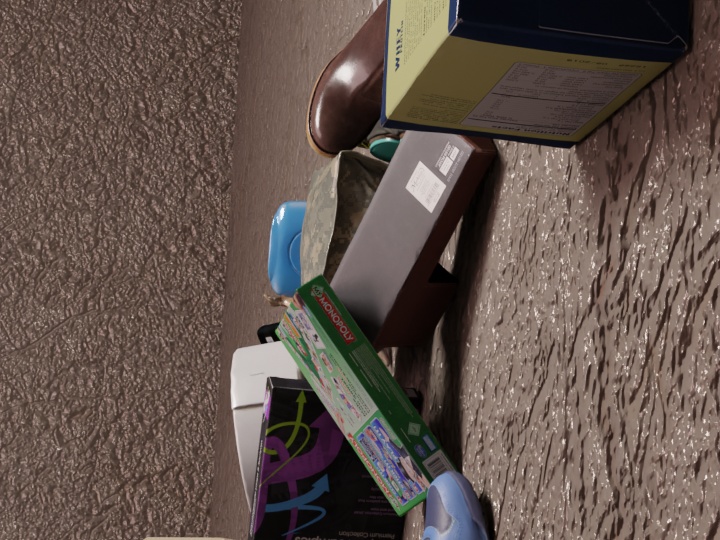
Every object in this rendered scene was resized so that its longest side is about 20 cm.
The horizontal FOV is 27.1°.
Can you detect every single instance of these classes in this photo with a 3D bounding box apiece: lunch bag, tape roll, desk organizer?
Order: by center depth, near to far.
[{"bbox_3d":[0.052,-0.033,1.246,0.072,0.077,0.201,44,119,34],"label":"desk organizer"},{"bbox_3d":[0.000,0.000,1.423,0.164,0.116,0.202,162,118,-78],"label":"lunch bag"},{"bbox_3d":[-0.075,0.171,1.494,0.202,0.070,0.204,-9,-90,-86],"label":"tape roll"}]

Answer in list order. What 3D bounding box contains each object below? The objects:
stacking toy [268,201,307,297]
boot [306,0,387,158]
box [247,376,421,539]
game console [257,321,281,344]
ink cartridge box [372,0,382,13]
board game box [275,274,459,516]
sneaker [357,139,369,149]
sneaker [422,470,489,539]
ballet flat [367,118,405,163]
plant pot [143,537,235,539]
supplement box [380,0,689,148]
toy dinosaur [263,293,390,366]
[{"bbox_3d":[-0.052,-0.036,1.845,0.200,0.109,0.117,-77,-8,-80],"label":"stacking toy"},{"bbox_3d":[0.024,-0.205,1.375,0.201,0.072,0.166,-58,7,-15],"label":"boot"},{"bbox_3d":[-0.027,0.204,1.385,0.036,0.142,0.202,-125,41,-72],"label":"box"},{"bbox_3d":[-0.059,0.139,1.689,0.178,0.031,0.200,65,169,-1],"label":"game console"},{"bbox_3d":[0.050,-0.323,1.542,0.201,0.050,0.162,102,169,-52],"label":"ink cartridge box"},{"bbox_3d":[0.001,0.110,1.269,0.201,0.029,0.135,55,162,8],"label":"board game box"},{"bbox_3d":[0.010,-0.162,1.550,0.200,0.084,0.075,133,141,-74],"label":"sneaker"},{"bbox_3d":[0.049,0.246,1.098,0.074,0.081,0.202,120,156,-70],"label":"sneaker"},{"bbox_3d":[0.055,-0.133,1.345,0.200,0.067,0.069,-173,100,-78],"label":"ballet flat"},{"bbox_3d":[-0.141,0.365,1.485,0.199,0.177,0.201,-9,53,43],"label":"plant pot"},{"bbox_3d":[0.100,-0.200,0.907,0.200,0.133,0.202,135,140,-74],"label":"supplement box"},{"bbox_3d":[-0.009,0.027,1.597,0.086,0.135,0.200,54,168,-30],"label":"toy dinosaur"}]
